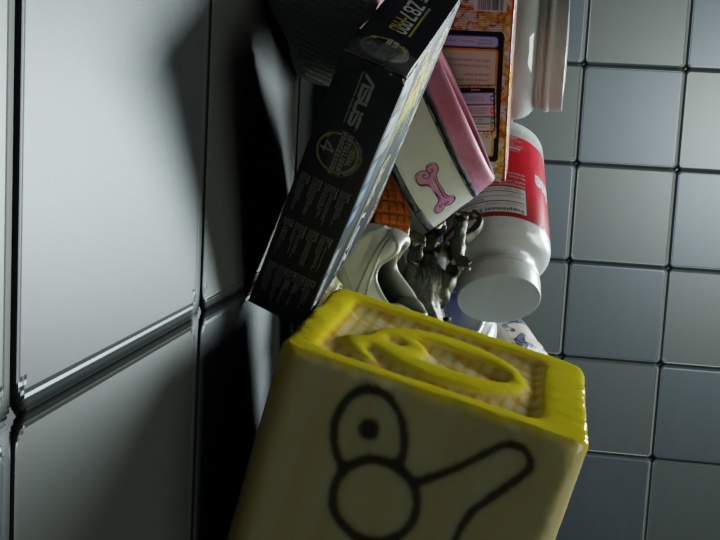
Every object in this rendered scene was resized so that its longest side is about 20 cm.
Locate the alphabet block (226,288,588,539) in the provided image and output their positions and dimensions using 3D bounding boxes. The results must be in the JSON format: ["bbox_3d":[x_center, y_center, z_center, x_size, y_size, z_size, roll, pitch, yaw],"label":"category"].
[{"bbox_3d":[0.029,0.147,0.812,0.196,0.195,0.200,-53,161,-78],"label":"alphabet block"}]

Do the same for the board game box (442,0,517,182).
[{"bbox_3d":[0.071,-0.188,1.179,0.046,0.151,0.200,-70,163,-60],"label":"board game box"}]

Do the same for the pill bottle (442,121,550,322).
[{"bbox_3d":[0.141,-0.051,1.287,0.112,0.112,0.200,82,8,-54],"label":"pill bottle"}]

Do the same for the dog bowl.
[{"bbox_3d":[0.052,-0.140,1.068,0.200,0.074,0.200,-23,90,-80],"label":"dog bowl"}]

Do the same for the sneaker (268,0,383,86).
[{"bbox_3d":[-0.016,-0.212,0.843,0.200,0.075,0.105,91,10,-75],"label":"sneaker"}]

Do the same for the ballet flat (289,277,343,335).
[{"bbox_3d":[-0.024,0.073,0.966,0.071,0.071,0.200,-52,145,-75],"label":"ballet flat"}]

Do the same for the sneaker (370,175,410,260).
[{"bbox_3d":[0.000,0.000,1.112,0.092,0.076,0.200,-77,178,-82],"label":"sneaker"}]

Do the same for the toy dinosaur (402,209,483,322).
[{"bbox_3d":[0.068,0.001,1.149,0.200,0.077,0.102,-77,-173,-53],"label":"toy dinosaur"}]

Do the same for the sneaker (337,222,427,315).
[{"bbox_3d":[0.006,0.055,1.018,0.078,0.099,0.200,-30,123,-62],"label":"sneaker"}]

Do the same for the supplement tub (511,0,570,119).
[{"bbox_3d":[0.116,-0.233,1.289,0.144,0.200,0.144,4,90,-81],"label":"supplement tub"}]

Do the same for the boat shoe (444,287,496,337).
[{"bbox_3d":[0.111,0.014,1.346,0.200,0.074,0.065,-90,172,-48],"label":"boat shoe"}]

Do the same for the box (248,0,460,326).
[{"bbox_3d":[-0.003,-0.083,0.829,0.200,0.049,0.161,-67,174,33],"label":"box"}]

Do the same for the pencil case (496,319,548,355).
[{"bbox_3d":[0.156,0.078,1.376,0.200,0.078,0.089,-122,-165,-48],"label":"pencil case"}]

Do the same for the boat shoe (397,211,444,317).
[{"bbox_3d":[0.061,0.000,1.232,0.072,0.060,0.202,169,-94,-69],"label":"boat shoe"}]
